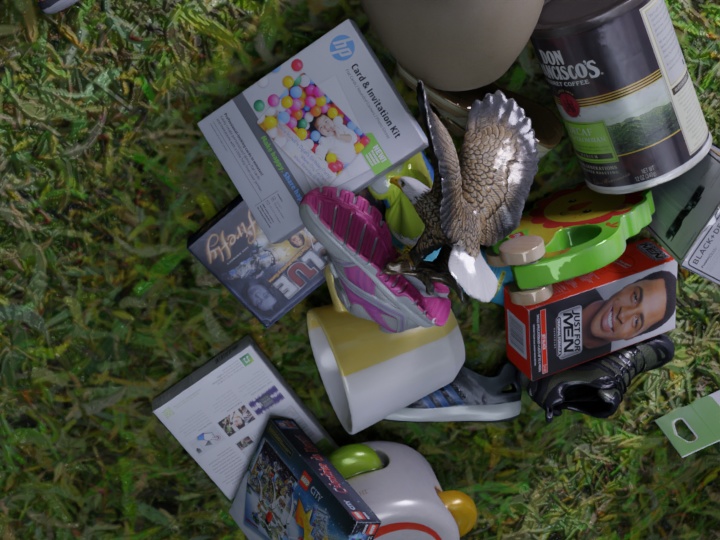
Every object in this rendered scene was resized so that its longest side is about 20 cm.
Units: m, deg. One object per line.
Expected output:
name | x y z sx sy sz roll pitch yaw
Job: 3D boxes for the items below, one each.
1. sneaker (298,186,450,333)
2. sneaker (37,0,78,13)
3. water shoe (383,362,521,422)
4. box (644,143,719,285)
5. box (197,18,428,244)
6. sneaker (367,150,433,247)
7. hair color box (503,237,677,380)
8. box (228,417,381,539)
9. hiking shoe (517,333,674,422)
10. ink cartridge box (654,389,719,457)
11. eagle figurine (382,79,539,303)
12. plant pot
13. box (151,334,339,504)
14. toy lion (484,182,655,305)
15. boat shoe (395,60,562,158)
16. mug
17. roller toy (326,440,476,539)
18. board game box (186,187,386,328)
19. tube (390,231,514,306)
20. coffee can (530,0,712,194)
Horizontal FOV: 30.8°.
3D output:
sneaker | 0.000 0.000 1.368 0.088 0.081 0.200 -32 109 36
sneaker | -0.268 -0.354 1.304 0.200 0.078 0.112 -42 108 -2
water shoe | 0.093 0.143 1.568 0.199 0.072 0.079 1 84 -7
box | 0.370 -0.076 1.434 0.060 0.200 0.117 25 106 -17
box | -0.050 -0.145 1.388 0.200 0.041 0.156 -32 87 11
sneaker | 0.041 -0.121 1.445 0.076 0.105 0.201 -17 85 17
hair color box | 0.267 0.044 1.510 0.200 0.061 0.102 -19 123 -18
box | -0.067 0.280 1.483 0.038 0.200 0.137 9 113 -40
hiking shoe | 0.291 0.132 1.546 0.199 0.101 0.076 -14 138 -13
ink cartridge box | 0.478 0.188 1.610 0.200 0.104 0.059 -25 113 2
eagle figurine | 0.093 -0.079 1.308 0.151 0.152 0.200 22 108 -3
plant pot | 0.097 -0.263 1.331 0.200 0.200 0.135 -12 126 -3
box | -0.133 0.192 1.562 0.144 0.036 0.200 -34 112 6
toy lion | 0.233 -0.046 1.426 0.191 0.200 0.069 -16 111 0
boat shoe | 0.120 -0.175 1.425 0.200 0.074 0.066 31 143 -3
mug | 0.034 0.081 1.475 0.153 0.150 0.187 -18 143 -11
roller toy | 0.021 0.311 1.558 0.200 0.140 0.183 19 116 -29
board game box | -0.076 -0.046 1.464 0.200 0.035 0.136 -40 110 12
tube | 0.097 -0.013 1.508 0.200 0.050 0.078 21 98 -9
coffee can | 0.277 -0.204 1.397 0.146 0.146 0.200 -25 114 3
